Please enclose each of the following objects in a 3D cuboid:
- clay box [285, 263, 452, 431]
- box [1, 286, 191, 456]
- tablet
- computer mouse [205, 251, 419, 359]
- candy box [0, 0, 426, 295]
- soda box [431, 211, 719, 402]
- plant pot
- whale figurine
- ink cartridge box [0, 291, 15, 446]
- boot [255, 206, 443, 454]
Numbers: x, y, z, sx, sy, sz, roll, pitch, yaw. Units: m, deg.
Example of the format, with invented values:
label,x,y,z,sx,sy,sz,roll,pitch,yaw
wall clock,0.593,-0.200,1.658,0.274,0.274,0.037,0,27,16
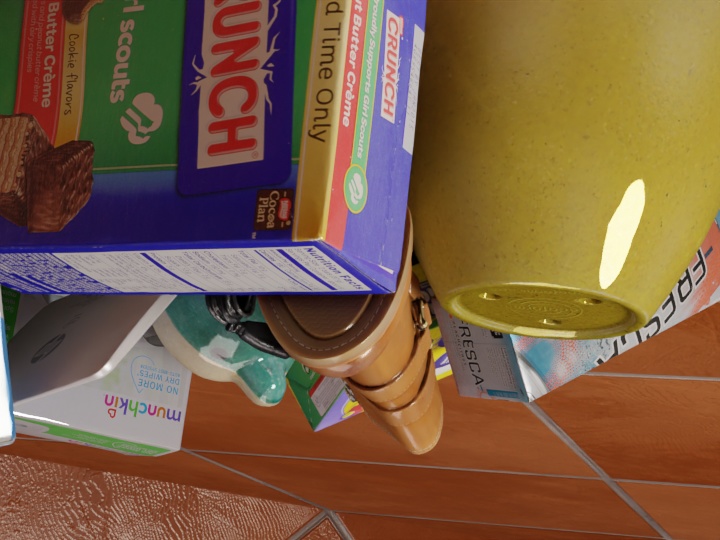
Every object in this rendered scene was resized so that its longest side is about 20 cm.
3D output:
label,x,y,z,sx,sy,sz,roll,pitch,yaw
clay box,0.059,0.029,0.907,0.200,0.048,0.115,-19,159,-28
box,-0.232,0.037,1.087,0.200,0.177,0.097,19,161,-34
tablet,-0.186,0.041,0.921,0.200,0.130,0.014,-19,116,45
computer mouse,0.000,0.000,0.913,0.200,0.141,0.046,16,-173,-30
candy box,-0.078,-0.079,0.621,0.200,0.169,0.077,-1,164,25
soda box,0.142,0.011,0.847,0.200,0.064,0.068,-24,-168,-31
plant pot,0.096,-0.046,0.710,0.200,0.142,0.200,7,164,2
whale figurine,-0.056,0.026,1.047,0.200,0.159,0.104,26,132,-23
ink cartridge box,-0.296,0.028,0.893,0.084,0.145,0.200,-11,-169,-33
boot,0.007,0.033,0.696,0.074,0.200,0.155,-14,120,7
